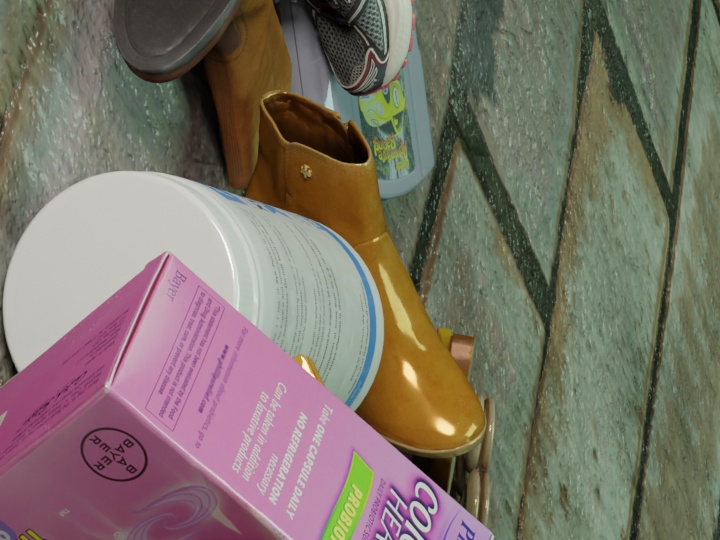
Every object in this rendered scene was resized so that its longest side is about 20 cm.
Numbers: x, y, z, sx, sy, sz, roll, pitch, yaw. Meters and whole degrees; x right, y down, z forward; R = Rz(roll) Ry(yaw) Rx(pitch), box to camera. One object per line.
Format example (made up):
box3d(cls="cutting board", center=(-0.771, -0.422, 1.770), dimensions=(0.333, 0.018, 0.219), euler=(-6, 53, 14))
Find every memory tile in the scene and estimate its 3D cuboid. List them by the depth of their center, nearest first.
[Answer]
box3d(cls="memory tile", center=(0.062, 0.173, 1.830), dimensions=(0.200, 0.017, 0.154), euler=(103, -7, -68))

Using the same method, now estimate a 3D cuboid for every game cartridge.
box3d(cls="game cartridge", center=(-0.001, -0.110, 1.843), dimensions=(0.200, 0.041, 0.134), euler=(-16, 102, -69))

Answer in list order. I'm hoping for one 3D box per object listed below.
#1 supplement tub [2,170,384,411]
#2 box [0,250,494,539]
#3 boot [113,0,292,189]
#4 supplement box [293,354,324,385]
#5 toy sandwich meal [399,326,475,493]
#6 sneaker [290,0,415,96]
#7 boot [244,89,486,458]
box3d(cls="supplement tub", center=(-0.079, 0.025, 1.450), dimensions=(0.200, 0.132, 0.132), euler=(18, 67, -69))
box3d(cls="box", center=(-0.078, 0.124, 1.255), dimensions=(0.200, 0.176, 0.097), euler=(41, 36, -17))
box3d(cls="boot", center=(-0.084, -0.120, 1.594), dimensions=(0.200, 0.068, 0.189), euler=(87, 9, -49))
box3d(cls="supplement box", center=(-0.033, 0.101, 1.405), dimensions=(0.069, 0.066, 0.200), euler=(63, -2, 17))
box3d(cls="toy sandwich meal", center=(0.032, 0.133, 1.724), dimensions=(0.205, 0.070, 0.206), euler=(-178, -90, -90))
box3d(cls="sneaker", center=(-0.029, -0.189, 1.689), dimensions=(0.075, 0.081, 0.200), euler=(-37, 125, -27))
box3d(cls="boot", center=(0.000, -0.001, 1.593), dimensions=(0.071, 0.201, 0.144), euler=(-26, 140, -29))
